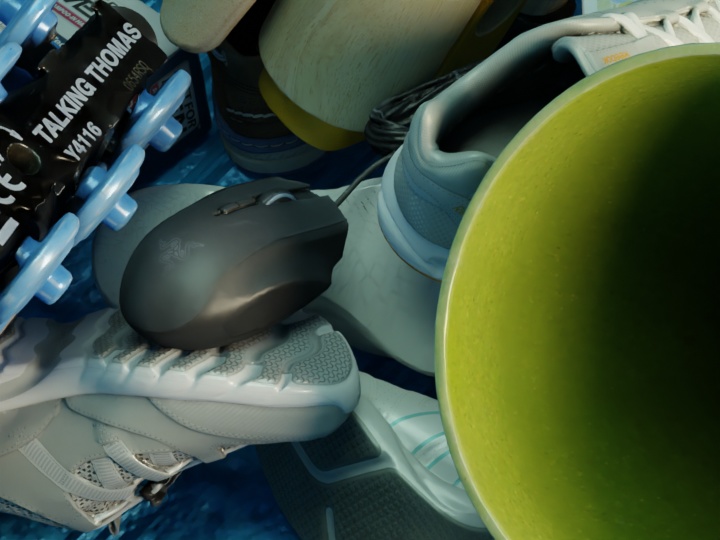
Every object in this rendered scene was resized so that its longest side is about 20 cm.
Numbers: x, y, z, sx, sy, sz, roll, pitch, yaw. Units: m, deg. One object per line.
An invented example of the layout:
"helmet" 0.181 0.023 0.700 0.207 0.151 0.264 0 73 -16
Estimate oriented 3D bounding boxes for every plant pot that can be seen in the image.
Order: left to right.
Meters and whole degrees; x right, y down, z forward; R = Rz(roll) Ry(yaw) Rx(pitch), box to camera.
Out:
"plant pot" 0.154 0.030 0.885 0.186 0.200 0.188 -3 84 31

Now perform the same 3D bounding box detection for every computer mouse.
"computer mouse" -0.010 -0.034 0.954 0.058 0.034 0.200 23 47 37

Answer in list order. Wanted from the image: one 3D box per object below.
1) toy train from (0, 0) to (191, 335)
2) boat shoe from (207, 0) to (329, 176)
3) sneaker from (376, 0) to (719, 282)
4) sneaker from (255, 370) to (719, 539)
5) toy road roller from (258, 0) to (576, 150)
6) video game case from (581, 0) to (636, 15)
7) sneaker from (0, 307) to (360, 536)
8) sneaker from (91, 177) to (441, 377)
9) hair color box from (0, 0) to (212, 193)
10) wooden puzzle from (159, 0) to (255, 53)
"toy train" -0.135 -0.026 0.946 0.087 0.114 0.200 39 37 -7
"boat shoe" -0.045 -0.136 1.144 0.072 0.073 0.201 -14 49 -4
"sneaker" 0.100 -0.064 0.913 0.199 0.092 0.076 -30 74 -12
"sneaker" 0.044 0.085 0.957 0.200 0.071 0.080 28 35 31
"toy road roller" 0.017 -0.154 1.070 0.146 0.123 0.200 45 41 13
"video game case" 0.154 -0.117 0.983 0.142 0.018 0.201 -4 78 11
"sneaker" -0.087 0.057 0.964 0.199 0.082 0.075 -4 22 26
"sneaker" 0.000 0.000 1.021 0.199 0.088 0.076 8 87 11
"hair color box" -0.168 -0.045 1.090 0.200 0.061 0.100 -40 56 -24
"wooden puzzle" -0.027 -0.209 1.041 0.046 0.185 0.201 29 35 -22
